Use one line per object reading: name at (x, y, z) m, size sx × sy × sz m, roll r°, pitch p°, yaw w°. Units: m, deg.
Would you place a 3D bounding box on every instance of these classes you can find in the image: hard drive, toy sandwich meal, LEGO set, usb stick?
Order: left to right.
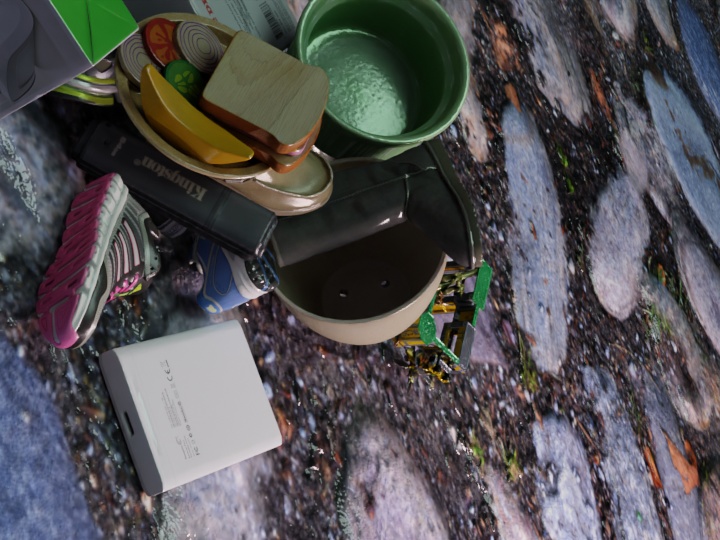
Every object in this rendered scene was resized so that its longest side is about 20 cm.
usb stick at (-0.171, -0.075, 1.371) m, size 0.199 × 0.033 × 0.056 m, roll 29°, pitch 69°, yaw -3°
hard drive at (-0.154, 0.123, 1.371) m, size 0.200 × 0.027 × 0.133 m, roll -12°, pitch 81°, yaw -61°
toy sandwich meal at (-0.126, -0.168, 1.354) m, size 0.204 × 0.070 × 0.206 m, roll 18°, pitch 52°, yaw -24°
LEGO set at (0.065, 0.035, 1.733) m, size 0.154 × 0.115 × 0.201 m, roll 35°, pitch 57°, yaw -48°

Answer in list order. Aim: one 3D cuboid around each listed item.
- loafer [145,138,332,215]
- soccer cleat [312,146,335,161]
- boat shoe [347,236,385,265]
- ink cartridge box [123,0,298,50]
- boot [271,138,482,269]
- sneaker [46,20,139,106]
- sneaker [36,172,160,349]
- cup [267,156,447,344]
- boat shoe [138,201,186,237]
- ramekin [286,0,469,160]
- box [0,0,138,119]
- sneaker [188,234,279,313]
loafer at (-0.107, -0.109, 1.425) m, size 0.199 × 0.067 × 0.076 m, roll 13°, pitch 57°, yaw -29°
soccer cleat at (-0.056, -0.126, 1.683) m, size 0.200 × 0.069 × 0.078 m, roll 24°, pitch 53°, yaw -56°
boat shoe at (0.023, -0.101, 1.692) m, size 0.075 × 0.068 × 0.201 m, roll -4°, pitch 110°, yaw -74°
ink cartridge box at (-0.160, -0.274, 1.586) m, size 0.147 × 0.083 × 0.200 m, roll 61°, pitch 28°, yaw -12°
boot at (0.009, -0.046, 1.490) m, size 0.073 × 0.199 × 0.182 m, roll 85°, pitch -14°, yaw -45°
sneaker at (-0.220, -0.206, 1.411) m, size 0.200 × 0.074 × 0.081 m, roll -27°, pitch 134°, yaw -63°
sneaker at (-0.220, 0.002, 1.292) m, size 0.087 × 0.074 × 0.201 m, roll 43°, pitch 31°, yaw -28°
cup at (0.000, 0.000, 1.588) m, size 0.143 × 0.199 × 0.201 m, roll 78°, pitch 6°, yaw -60°
boat shoe at (-0.176, -0.116, 1.471) m, size 0.066 × 0.070 × 0.201 m, roll 40°, pitch 43°, yaw -20°
ramekin at (0.010, -0.213, 1.611) m, size 0.199 × 0.098 × 0.201 m, roll 7°, pitch 70°, yaw -19°
box at (-0.312, -0.229, 1.190) m, size 0.201 × 0.176 × 0.097 m, roll 59°, pitch 29°, yaw -16°
sneaker at (-0.139, -0.037, 1.468) m, size 0.076 × 0.077 × 0.200 m, roll 47°, pitch 17°, yaw -35°
